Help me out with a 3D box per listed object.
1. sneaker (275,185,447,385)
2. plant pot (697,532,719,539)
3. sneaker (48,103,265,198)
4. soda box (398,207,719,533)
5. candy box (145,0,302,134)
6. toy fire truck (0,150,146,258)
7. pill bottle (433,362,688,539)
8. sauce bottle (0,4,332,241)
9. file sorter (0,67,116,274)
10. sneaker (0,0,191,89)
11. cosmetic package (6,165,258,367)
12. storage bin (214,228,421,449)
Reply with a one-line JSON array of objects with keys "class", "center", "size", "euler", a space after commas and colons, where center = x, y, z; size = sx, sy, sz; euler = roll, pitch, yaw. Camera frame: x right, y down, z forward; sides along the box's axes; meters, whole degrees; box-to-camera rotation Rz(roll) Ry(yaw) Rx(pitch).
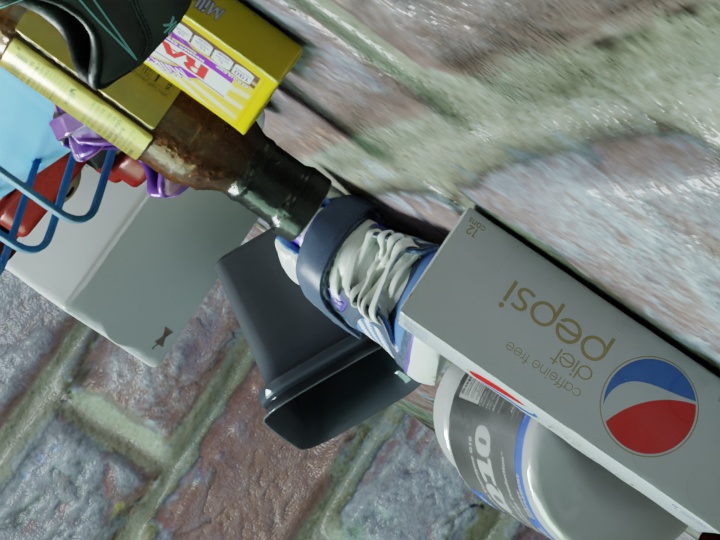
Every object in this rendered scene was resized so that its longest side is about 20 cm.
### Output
[{"class": "sneaker", "center": [0.000, 0.000, 1.146], "size": [0.146, 0.081, 0.200], "euler": [30, 180, 4]}, {"class": "plant pot", "center": [0.316, 0.294, 1.210], "size": [0.199, 0.201, 0.176], "euler": [28, 162, -21]}, {"class": "sneaker", "center": [-0.152, -0.112, 1.064], "size": [0.200, 0.089, 0.080], "euler": [37, 173, -15]}, {"class": "soda box", "center": [0.118, 0.053, 0.982], "size": [0.199, 0.068, 0.064], "euler": [35, 174, 4]}, {"class": "candy box", "center": [-0.122, -0.141, 0.898], "size": [0.199, 0.027, 0.102], "euler": [35, 167, -5]}, {"class": "toy fire truck", "center": [-0.222, -0.076, 1.358], "size": [0.112, 0.169, 0.200], "euler": [35, 174, -16]}, {"class": "pill bottle", "center": [0.117, 0.097, 1.120], "size": [0.113, 0.114, 0.200], "euler": [36, 174, -15]}, {"class": "sauce bottle", "center": [-0.107, -0.087, 1.001], "size": [0.199, 0.066, 0.066], "euler": [37, 174, -11]}, {"class": "file sorter", "center": [-0.253, -0.065, 1.136], "size": [0.199, 0.123, 0.138], "euler": [-28, 128, 37]}, {"class": "sneaker", "center": [-0.146, -0.153, 0.739], "size": [0.200, 0.080, 0.075], "euler": [38, 173, -22]}, {"class": "cosmetic package", "center": [-0.226, -0.055, 1.570], "size": [0.199, 0.167, 0.167], "euler": [32, 174, 27]}, {"class": "storage bin", "center": [-0.031, 0.041, 1.511], "size": [0.135, 0.145, 0.200], "euler": [61, -178, 15]}]
